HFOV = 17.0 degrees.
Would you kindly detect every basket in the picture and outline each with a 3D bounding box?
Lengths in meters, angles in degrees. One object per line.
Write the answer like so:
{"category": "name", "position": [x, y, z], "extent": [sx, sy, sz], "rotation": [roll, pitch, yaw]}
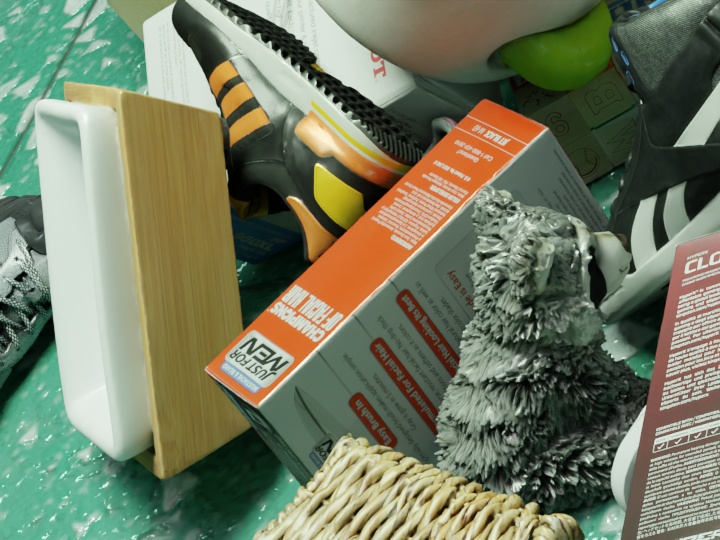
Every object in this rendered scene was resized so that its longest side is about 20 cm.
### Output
{"category": "basket", "position": [0.011, 0.193, 1.001], "extent": [0.200, 0.143, 0.149], "rotation": [-47, 36, -21]}

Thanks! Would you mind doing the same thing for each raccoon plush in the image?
{"category": "raccoon plush", "position": [0.055, 0.060, 1.125], "extent": [0.200, 0.134, 0.097], "rotation": [-47, 36, -14]}

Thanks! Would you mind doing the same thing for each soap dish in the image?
{"category": "soap dish", "position": [-0.116, -0.002, 1.289], "extent": [0.081, 0.201, 0.157], "rotation": [-8, 8, -17]}

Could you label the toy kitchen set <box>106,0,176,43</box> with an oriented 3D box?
{"category": "toy kitchen set", "position": [-0.091, -0.230, 1.553], "extent": [0.200, 0.180, 0.163], "rotation": [-31, 35, 16]}

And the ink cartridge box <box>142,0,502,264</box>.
{"category": "ink cartridge box", "position": [-0.023, -0.112, 1.373], "extent": [0.200, 0.084, 0.145], "rotation": [-27, 57, 34]}

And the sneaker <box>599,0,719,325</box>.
{"category": "sneaker", "position": [0.148, -0.066, 1.149], "extent": [0.073, 0.112, 0.200], "rotation": [-26, -15, -39]}

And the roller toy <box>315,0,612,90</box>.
{"category": "roller toy", "position": [0.058, -0.204, 1.245], "extent": [0.140, 0.199, 0.183], "rotation": [-45, 35, 49]}

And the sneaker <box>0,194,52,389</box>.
{"category": "sneaker", "position": [-0.206, 0.016, 1.460], "extent": [0.114, 0.076, 0.200], "rotation": [-19, 36, 29]}

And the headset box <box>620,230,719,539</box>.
{"category": "headset box", "position": [0.183, 0.082, 0.972], "extent": [0.075, 0.149, 0.200], "rotation": [-18, 39, 34]}

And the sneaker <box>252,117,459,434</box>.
{"category": "sneaker", "position": [0.000, 0.000, 1.291], "extent": [0.200, 0.082, 0.070], "rotation": [-45, 36, -11]}

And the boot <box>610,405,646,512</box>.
{"category": "boot", "position": [0.180, 0.038, 1.112], "extent": [0.200, 0.074, 0.096], "rotation": [-38, 25, -10]}

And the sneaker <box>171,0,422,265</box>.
{"category": "sneaker", "position": [-0.055, -0.077, 1.280], "extent": [0.200, 0.070, 0.090], "rotation": [42, 104, 41]}

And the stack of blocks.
{"category": "stack of blocks", "position": [0.177, -0.141, 1.320], "extent": [0.200, 0.059, 0.115], "rotation": [-29, 35, 12]}

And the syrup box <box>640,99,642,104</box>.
{"category": "syrup box", "position": [0.232, -0.086, 1.164], "extent": [0.081, 0.079, 0.200], "rotation": [-15, 17, -41]}

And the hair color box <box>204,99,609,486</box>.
{"category": "hair color box", "position": [0.034, 0.025, 1.208], "extent": [0.200, 0.111, 0.064], "rotation": [-44, 34, -11]}
